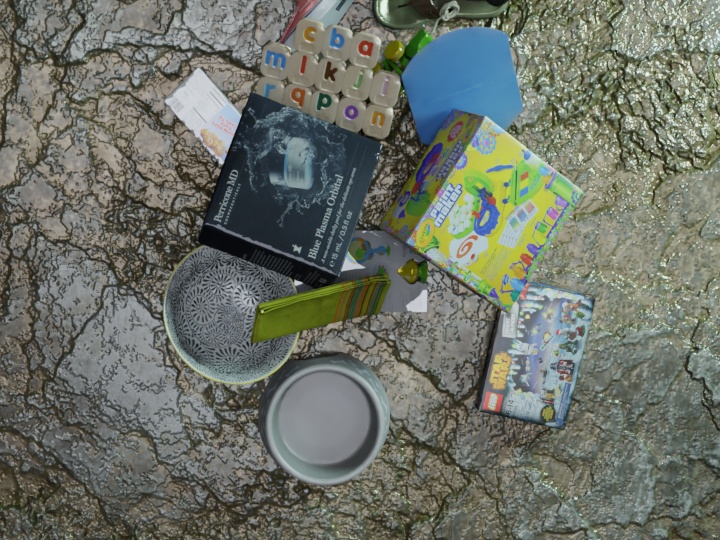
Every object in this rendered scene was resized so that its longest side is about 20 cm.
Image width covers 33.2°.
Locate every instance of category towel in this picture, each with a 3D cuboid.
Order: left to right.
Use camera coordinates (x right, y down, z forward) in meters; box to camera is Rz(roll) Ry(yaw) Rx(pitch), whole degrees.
[{"bbox_3d":[-0.054,0.055,1.667,0.197,0.087,0.018,-13,54,-23],"label":"towel"}]

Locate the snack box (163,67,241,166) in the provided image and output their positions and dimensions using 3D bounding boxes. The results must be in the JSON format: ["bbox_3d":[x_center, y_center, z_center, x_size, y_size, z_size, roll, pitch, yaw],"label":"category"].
[{"bbox_3d":[-0.189,-0.191,1.730,0.072,0.024,0.200,-42,97,1],"label":"snack box"}]

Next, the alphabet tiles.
[{"bbox_3d":[-0.046,-0.252,1.693,0.197,0.015,0.198,14,124,1],"label":"alphabet tiles"}]

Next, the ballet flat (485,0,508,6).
[{"bbox_3d":[0.247,-0.447,1.689,0.068,0.068,0.201,41,81,-19],"label":"ballet flat"}]

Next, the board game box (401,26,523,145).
[{"bbox_3d":[0.140,-0.264,1.707,0.156,0.039,0.202,-19,133,3],"label":"board game box"}]

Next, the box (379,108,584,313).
[{"bbox_3d":[0.167,-0.085,1.687,0.191,0.122,0.202,34,91,-22],"label":"box"}]

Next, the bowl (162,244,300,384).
[{"bbox_3d":[-0.190,0.067,1.708,0.197,0.094,0.204,5,75,-20],"label":"bowl"}]

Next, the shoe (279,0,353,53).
[{"bbox_3d":[-0.066,-0.391,1.699,0.091,0.071,0.201,44,103,14],"label":"shoe"}]

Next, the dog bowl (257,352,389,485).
[{"bbox_3d":[-0.053,0.221,1.764,0.196,0.059,0.204,0,95,-3],"label":"dog bowl"}]

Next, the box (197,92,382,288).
[{"bbox_3d":[-0.097,-0.105,1.654,0.197,0.117,0.200,20,77,-7],"label":"box"}]

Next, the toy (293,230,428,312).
[{"bbox_3d":[0.000,0.000,1.750,0.196,0.047,0.117,1,92,-8],"label":"toy"}]

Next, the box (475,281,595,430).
[{"bbox_3d":[0.257,0.122,1.781,0.135,0.040,0.204,12,95,-3],"label":"box"}]

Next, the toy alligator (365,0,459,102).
[{"bbox_3d":[0.070,-0.294,1.696,0.200,0.055,0.059,-42,132,18],"label":"toy alligator"}]

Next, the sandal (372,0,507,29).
[{"bbox_3d":[0.114,-0.390,1.709,0.197,0.057,0.081,-7,97,-3],"label":"sandal"}]
